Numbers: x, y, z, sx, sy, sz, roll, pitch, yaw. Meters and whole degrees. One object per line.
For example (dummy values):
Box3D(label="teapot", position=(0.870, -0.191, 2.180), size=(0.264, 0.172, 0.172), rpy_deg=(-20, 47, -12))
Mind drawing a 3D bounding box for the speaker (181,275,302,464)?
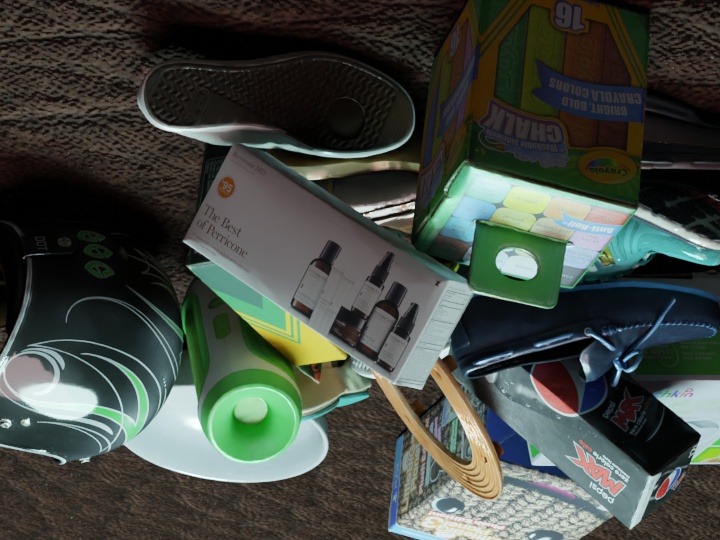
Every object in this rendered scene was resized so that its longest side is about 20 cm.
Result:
Box3D(label="speaker", position=(-0.097, 0.071, 1.766), size=(0.088, 0.200, 0.089), rpy_deg=(-4, 118, -8))

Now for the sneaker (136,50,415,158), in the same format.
Box3D(label="sneaker", position=(-0.062, -0.123, 1.580), size=(0.198, 0.074, 0.085), rpy_deg=(7, 180, -11))

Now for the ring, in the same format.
Box3D(label="ring", position=(0.054, 0.095, 1.747), size=(0.019, 0.201, 0.201), rpy_deg=(-35, 153, -14))

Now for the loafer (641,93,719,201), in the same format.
Box3D(label="loafer", position=(0.259, -0.070, 1.587), size=(0.198, 0.063, 0.072), rpy_deg=(15, 150, -14))

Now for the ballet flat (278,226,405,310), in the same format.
Box3D(label="ballet flat", position=(0.000, 0.000, 1.659), size=(0.063, 0.200, 0.069), rpy_deg=(18, 112, 21))

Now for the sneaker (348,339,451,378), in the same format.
Box3D(label="sneaker", position=(0.083, 0.062, 1.847), size=(0.199, 0.074, 0.082), rpy_deg=(-15, 145, 37))

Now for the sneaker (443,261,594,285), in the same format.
Box3D(label="sneaker", position=(0.103, -0.012, 1.739), size=(0.199, 0.072, 0.083), rpy_deg=(-19, 123, 33))

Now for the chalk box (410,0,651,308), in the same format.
Box3D(label="chalk box", position=(0.112, -0.074, 1.471), size=(0.123, 0.201, 0.124), rpy_deg=(13, 150, -12))

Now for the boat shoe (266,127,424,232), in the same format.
Box3D(label="boat shoe", position=(0.030, -0.063, 1.609), size=(0.198, 0.071, 0.071), rpy_deg=(-2, 118, 3))

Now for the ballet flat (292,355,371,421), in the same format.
Box3D(label="ballet flat", position=(-0.042, 0.090, 1.861), size=(0.069, 0.070, 0.200), rpy_deg=(-1, -179, 13))

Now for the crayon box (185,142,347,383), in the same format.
Box3D(label="crayon box", position=(-0.055, -0.014, 1.689), size=(0.050, 0.128, 0.200), rpy_deg=(-9, 148, 26))

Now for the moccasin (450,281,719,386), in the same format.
Box3D(label="moccasin", position=(0.166, 0.053, 1.616), size=(0.198, 0.069, 0.081), rpy_deg=(-4, 157, 8))

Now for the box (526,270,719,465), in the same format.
Box3D(label="box", position=(0.253, 0.081, 1.779), size=(0.198, 0.097, 0.177), rpy_deg=(2, 153, -25))

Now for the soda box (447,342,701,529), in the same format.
Box3D(label="soda box", position=(0.158, 0.099, 1.664), size=(0.200, 0.063, 0.071), rpy_deg=(40, 142, 24))

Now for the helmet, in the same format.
Box3D(label="helmet", position=(-0.237, 0.057, 1.788), size=(0.190, 0.202, 0.199), rpy_deg=(21, 149, -38))

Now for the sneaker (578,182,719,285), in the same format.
Box3D(label="sneaker", position=(0.185, -0.026, 1.615), size=(0.199, 0.080, 0.077), rpy_deg=(11, -167, 37))

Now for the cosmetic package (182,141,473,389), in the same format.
Box3D(label="cosmetic package", position=(-0.024, -0.005, 1.513), size=(0.199, 0.083, 0.051), rpy_deg=(32, -173, 27))

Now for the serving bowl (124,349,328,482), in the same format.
Box3D(label="serving bowl", position=(-0.124, 0.123, 2.002), size=(0.198, 0.066, 0.201), rpy_deg=(6, 151, 3))

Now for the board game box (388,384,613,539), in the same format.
Box3D(label="board game box", position=(0.139, 0.182, 2.021), size=(0.158, 0.098, 0.200), rpy_deg=(17, 149, -17))
